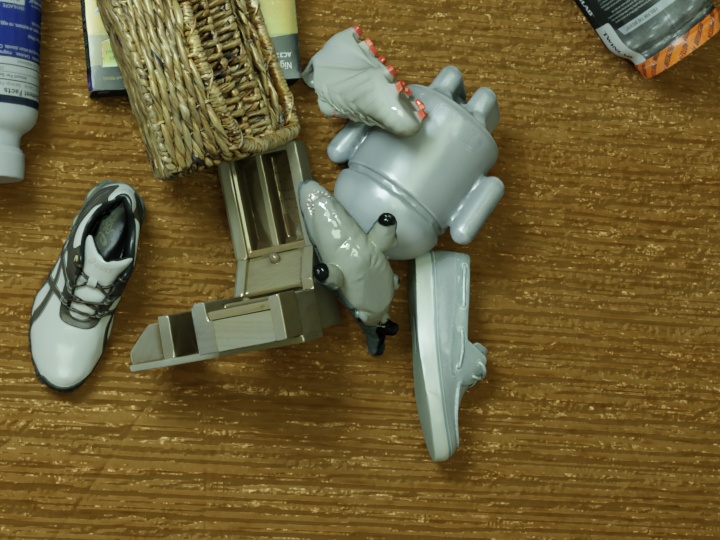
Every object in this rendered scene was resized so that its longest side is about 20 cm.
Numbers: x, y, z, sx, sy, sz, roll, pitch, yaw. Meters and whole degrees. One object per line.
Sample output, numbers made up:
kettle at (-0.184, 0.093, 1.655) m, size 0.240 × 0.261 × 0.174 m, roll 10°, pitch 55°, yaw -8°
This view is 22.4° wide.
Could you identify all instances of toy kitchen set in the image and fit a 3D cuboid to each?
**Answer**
toy kitchen set at (-0.132, -0.013, 1.629) m, size 0.162 × 0.200 × 0.182 m, roll -11°, pitch 90°, yaw 12°

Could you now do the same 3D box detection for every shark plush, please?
shark plush at (0.000, 0.000, 1.675) m, size 0.091 × 0.083 × 0.200 m, roll -46°, pitch 139°, yaw -9°

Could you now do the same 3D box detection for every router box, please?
router box at (-0.161, -0.248, 1.696) m, size 0.199 × 0.052 × 0.158 m, roll -5°, pitch 90°, yaw -12°

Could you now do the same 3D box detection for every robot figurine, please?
robot figurine at (0.051, -0.093, 1.706) m, size 0.169 × 0.113 × 0.200 m, roll 32°, pitch 80°, yaw 20°

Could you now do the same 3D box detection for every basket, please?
basket at (-0.137, -0.193, 1.600) m, size 0.148 × 0.143 × 0.201 m, roll -18°, pitch 95°, yaw -11°

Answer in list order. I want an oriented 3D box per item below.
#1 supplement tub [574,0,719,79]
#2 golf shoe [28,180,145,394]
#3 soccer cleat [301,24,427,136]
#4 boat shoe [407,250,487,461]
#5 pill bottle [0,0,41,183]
supplement tub at (0.258, -0.293, 1.754) m, size 0.122 × 0.123 × 0.201 m, roll -36°, pitch 95°, yaw -11°
golf shoe at (-0.250, 0.013, 1.647) m, size 0.077 × 0.094 × 0.201 m, roll 16°, pitch 86°, yaw -12°
soccer cleat at (0.002, -0.160, 1.666) m, size 0.077 × 0.200 × 0.069 m, roll -40°, pitch 122°, yaw 4°
boat shoe at (0.087, 0.079, 1.728) m, size 0.071 × 0.070 × 0.202 m, roll -3°, pitch 85°, yaw -7°
pill bottle at (-0.344, -0.181, 1.622) m, size 0.115 × 0.116 × 0.202 m, roll 2°, pitch 87°, yaw -12°
